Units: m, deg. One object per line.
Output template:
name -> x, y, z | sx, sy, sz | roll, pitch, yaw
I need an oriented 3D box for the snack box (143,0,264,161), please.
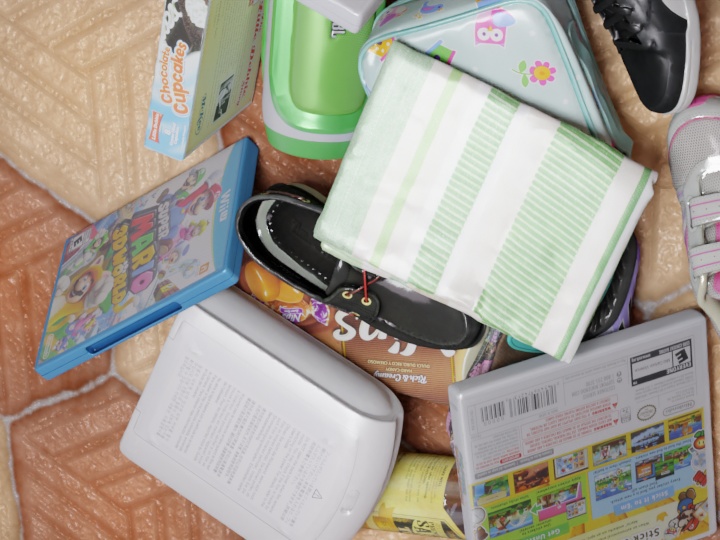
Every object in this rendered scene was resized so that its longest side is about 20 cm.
snack box -> -0.101, -0.190, 1.259 | 0.037, 0.116, 0.202 | 22, 123, 14

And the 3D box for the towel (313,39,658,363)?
towel -> 0.082, -0.043, 1.188 | 0.198, 0.023, 0.154 | 25, 107, 3

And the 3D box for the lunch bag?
lunch bag -> 0.100, -0.104, 1.229 | 0.159, 0.077, 0.201 | -16, 118, 19

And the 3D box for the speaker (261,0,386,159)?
speaker -> -0.024, -0.186, 1.259 | 0.088, 0.088, 0.202 | 13, 115, 17

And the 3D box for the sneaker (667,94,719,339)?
sneaker -> 0.261, -0.021, 1.204 | 0.081, 0.088, 0.202 | -18, 103, 27

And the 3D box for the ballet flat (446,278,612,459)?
ballet flat -> 0.110, 0.048, 1.265 | 0.201, 0.069, 0.071 | -64, 37, 23

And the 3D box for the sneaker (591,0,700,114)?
sneaker -> 0.154, -0.193, 1.161 | 0.073, 0.111, 0.202 | 10, 114, 63

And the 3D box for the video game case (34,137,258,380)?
video game case -> -0.165, -0.009, 1.361 | 0.199, 0.144, 0.018 | -26, 128, 29

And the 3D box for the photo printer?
photo printer -> -0.070, 0.122, 1.345 | 0.199, 0.069, 0.167 | 32, 118, 11

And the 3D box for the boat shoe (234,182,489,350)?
boat shoe -> -0.001, 0.003, 1.260 | 0.200, 0.063, 0.074 | 30, 112, 19

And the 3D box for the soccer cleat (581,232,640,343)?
soccer cleat -> 0.168, 0.059, 1.298 | 0.068, 0.073, 0.202 | 25, 105, 45

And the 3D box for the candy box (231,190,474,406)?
candy box -> 0.001, 0.022, 1.349 | 0.198, 0.056, 0.118 | 15, 116, 18

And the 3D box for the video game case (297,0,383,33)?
video game case -> -0.029, -0.266, 1.171 | 0.181, 0.201, 0.022 | 30, 147, 8

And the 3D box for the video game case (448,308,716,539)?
video game case -> 0.163, 0.137, 1.269 | 0.198, 0.023, 0.184 | -16, 115, -18

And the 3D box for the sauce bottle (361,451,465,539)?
sauce bottle -> 0.072, 0.175, 1.364 | 0.198, 0.066, 0.067 | 2, 112, 31
